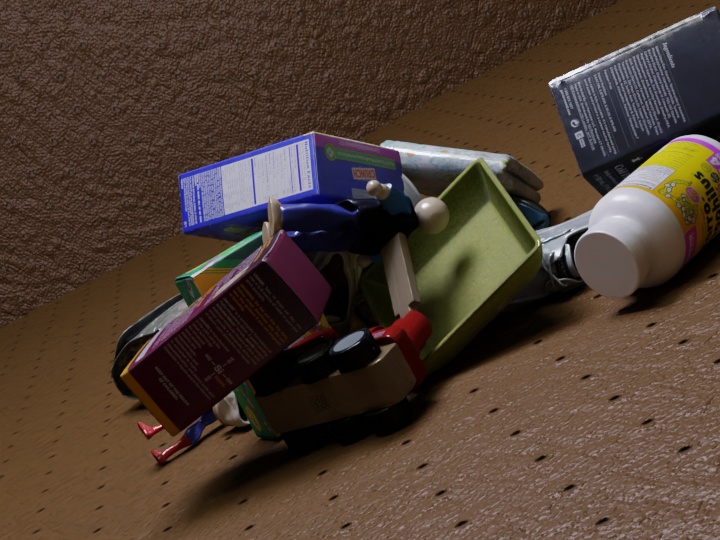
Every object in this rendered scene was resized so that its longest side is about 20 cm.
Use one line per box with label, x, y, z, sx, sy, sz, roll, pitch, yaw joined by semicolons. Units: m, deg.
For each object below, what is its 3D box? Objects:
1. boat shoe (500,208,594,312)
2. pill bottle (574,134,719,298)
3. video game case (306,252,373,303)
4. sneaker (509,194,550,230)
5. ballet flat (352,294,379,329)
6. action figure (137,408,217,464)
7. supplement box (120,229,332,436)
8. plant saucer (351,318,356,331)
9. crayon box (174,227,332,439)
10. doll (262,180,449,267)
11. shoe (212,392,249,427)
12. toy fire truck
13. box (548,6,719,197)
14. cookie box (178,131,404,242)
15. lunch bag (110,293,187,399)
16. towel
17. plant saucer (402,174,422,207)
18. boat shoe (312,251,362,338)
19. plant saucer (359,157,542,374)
boat shoe;0.216;-0.014;1.625;0.200;0.070;0.072;-27;11;-2
pill bottle;0.295;-0.050;1.513;0.104;0.105;0.200;-14;17;49
video game case;0.000;0.000;1.801;0.198;0.144;0.018;-10;45;10
sneaker;0.182;-0.068;1.947;0.081;0.074;0.199;-19;10;-32
ballet flat;0.033;0.057;1.738;0.067;0.067;0.200;-34;13;-14
action figure;-0.177;0.144;1.820;0.199;0.066;0.099;-30;29;-16
supplement box;-0.133;0.063;1.543;0.200;0.086;0.110;-38;9;16
plant saucer;-0.054;0.073;1.951;0.199;0.038;0.200;-27;11;5
crayon box;-0.101;0.067;1.660;0.118;0.201;0.058;-32;10;-25
doll;0.000;-0.051;1.610;0.198;0.049;0.137;-3;-37;-15
shoe;-0.125;0.082;1.751;0.069;0.202;0.053;9;-1;-20
toy fire truck;-0.004;0.071;1.564;0.175;0.129;0.200;-19;17;38
box;0.340;-0.166;1.676;0.195;0.125;0.200;-25;-22;18
cookie box;-0.076;-0.088;1.722;0.199;0.076;0.171;-14;-12;34
lunch bag;-0.241;0.098;2.082;0.164;0.118;0.199;-35;8;-37
towel;0.131;-0.124;1.940;0.170;0.049;0.200;5;-4;22
plant saucer;0.036;-0.069;1.877;0.050;0.201;0.200;-29;11;-24
boat shoe;-0.044;0.042;1.737;0.074;0.201;0.068;17;28;6
plant saucer;0.103;0.004;1.622;0.200;0.048;0.200;-45;32;12
